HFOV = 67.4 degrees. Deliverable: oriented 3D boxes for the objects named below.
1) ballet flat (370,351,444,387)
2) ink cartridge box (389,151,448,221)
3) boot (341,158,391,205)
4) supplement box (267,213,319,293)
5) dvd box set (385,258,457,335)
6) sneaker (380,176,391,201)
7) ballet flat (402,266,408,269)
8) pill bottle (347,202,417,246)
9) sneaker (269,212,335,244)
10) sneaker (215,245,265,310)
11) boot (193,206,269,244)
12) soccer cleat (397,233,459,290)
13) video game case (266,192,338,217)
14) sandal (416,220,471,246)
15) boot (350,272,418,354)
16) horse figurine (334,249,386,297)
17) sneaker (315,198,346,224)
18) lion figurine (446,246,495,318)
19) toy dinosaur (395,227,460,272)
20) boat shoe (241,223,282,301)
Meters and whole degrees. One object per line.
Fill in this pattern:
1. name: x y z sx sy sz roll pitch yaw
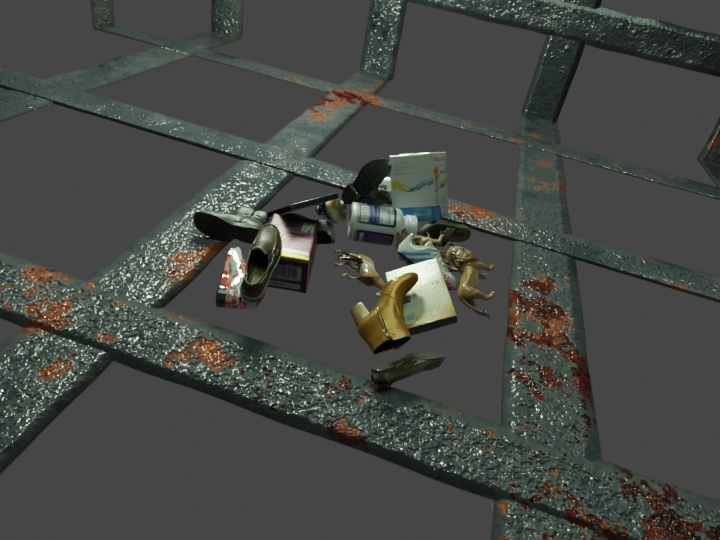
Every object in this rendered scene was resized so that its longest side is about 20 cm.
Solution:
1. ballet flat: 0.104 0.214 1.170 0.197 0.047 0.067 -8 7 -37
2. ink cartridge box: 0.185 -0.262 1.681 0.142 0.204 0.147 1 12 27
3. boot: 0.044 -0.251 1.648 0.173 0.199 0.070 10 48 -59
4. supplement box: -0.184 -0.048 1.397 0.128 0.105 0.201 9 34 -1
5. dvd box set: 0.146 0.064 1.334 0.144 0.030 0.202 -17 44 5
6. sneaker: 0.131 -0.252 1.836 0.197 0.076 0.115 17 37 26
7. ballet flat: 0.180 0.055 1.408 0.074 0.069 0.200 6 28 -40
8. pill bottle: 0.064 -0.132 1.594 0.196 0.113 0.112 8 34 -7
9. sneaker: -0.159 -0.111 1.518 0.196 0.076 0.082 0 29 -18
10. sneaker: -0.279 0.020 1.305 0.106 0.068 0.203 8 37 -7
11. boot: -0.361 -0.140 1.522 0.196 0.071 0.132 18 29 -12
12. soccer cleat: 0.194 -0.024 1.457 0.198 0.087 0.070 33 6 0
13. video game case: -0.162 -0.178 1.487 0.141 0.019 0.199 -19 7 -27
14. sandal: 0.259 -0.106 1.654 0.197 0.080 0.058 -2 49 -21
15. boot: 0.085 0.103 1.260 0.199 0.071 0.145 -31 52 -9
16. horse figurine: 0.000 0.000 1.430 0.130 0.051 0.201 10 25 -26
17. sneaker: -0.097 -0.176 1.610 0.086 0.077 0.200 3 2 8
18. lion figurine: 0.285 0.027 1.416 0.120 0.073 0.203 16 50 -14
19. toy dinosaur: 0.190 -0.040 1.526 0.135 0.086 0.201 -36 76 -21
20. boat shoe: -0.223 -0.032 1.238 0.073 0.075 0.206 8 58 -2
